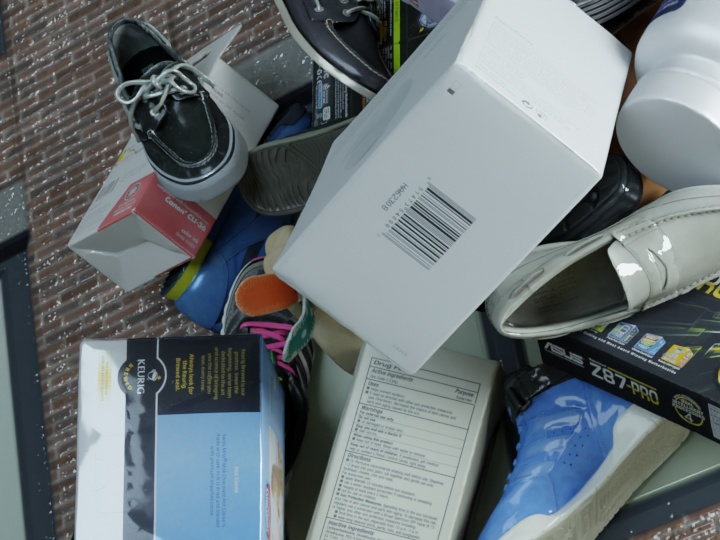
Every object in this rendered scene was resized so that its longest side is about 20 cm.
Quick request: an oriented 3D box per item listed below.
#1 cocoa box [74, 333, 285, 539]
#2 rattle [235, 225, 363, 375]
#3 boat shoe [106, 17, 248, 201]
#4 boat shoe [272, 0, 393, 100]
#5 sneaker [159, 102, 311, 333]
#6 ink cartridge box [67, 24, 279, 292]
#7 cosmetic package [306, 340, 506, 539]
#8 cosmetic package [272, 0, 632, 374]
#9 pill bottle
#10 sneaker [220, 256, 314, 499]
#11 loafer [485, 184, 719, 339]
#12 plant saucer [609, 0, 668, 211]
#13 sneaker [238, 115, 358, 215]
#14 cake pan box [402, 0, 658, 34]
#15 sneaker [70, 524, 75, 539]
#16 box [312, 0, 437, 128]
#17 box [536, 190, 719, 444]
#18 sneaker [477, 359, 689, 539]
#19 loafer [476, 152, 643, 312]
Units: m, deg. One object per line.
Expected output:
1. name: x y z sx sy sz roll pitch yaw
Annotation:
1. cocoa box: -0.121 0.158 1.646 0.131 0.133 0.200 -3 68 4
2. rattle: 0.000 0.000 1.712 0.143 0.200 0.130 -18 76 10
3. boat shoe: -0.144 -0.128 1.795 0.074 0.068 0.199 -29 42 4
4. boat shoe: -0.019 -0.201 1.840 0.063 0.073 0.200 -48 45 14
5. sneaker: -0.080 -0.038 1.886 0.200 0.078 0.066 -61 11 -22
6. ink cartridge box: -0.139 -0.090 1.891 0.116 0.067 0.200 -23 34 54
7. cosmetic package: 0.030 0.156 1.675 0.103 0.087 0.200 14 77 13
8. cosmetic package: 0.065 -0.074 1.572 0.199 0.123 0.200 -47 11 29
9. pill bottle: 0.254 -0.149 1.605 0.120 0.120 0.200 8 49 38
10. sneaker: -0.070 0.081 1.785 0.074 0.087 0.200 7 74 -6
11. loafer: 0.178 0.000 1.550 0.200 0.070 0.070 -21 24 11
12. plant saucer: 0.164 -0.116 1.722 0.200 0.037 0.200 -6 75 22
13. sneaker: 0.016 -0.091 1.774 0.200 0.106 0.075 -3 105 26
14. cake pan box: 0.141 -0.230 1.731 0.184 0.052 0.200 -37 41 -9
15. sneaker: -0.186 0.159 1.864 0.112 0.073 0.200 29 80 43
16. box: 0.052 -0.204 1.866 0.193 0.048 0.200 -14 63 27
17. box: 0.240 0.033 1.581 0.200 0.049 0.161 25 54 40
18. sneaker: 0.125 0.131 1.641 0.200 0.077 0.111 -47 56 4
19. loafer: 0.137 -0.024 1.671 0.201 0.070 0.068 -36 44 48
